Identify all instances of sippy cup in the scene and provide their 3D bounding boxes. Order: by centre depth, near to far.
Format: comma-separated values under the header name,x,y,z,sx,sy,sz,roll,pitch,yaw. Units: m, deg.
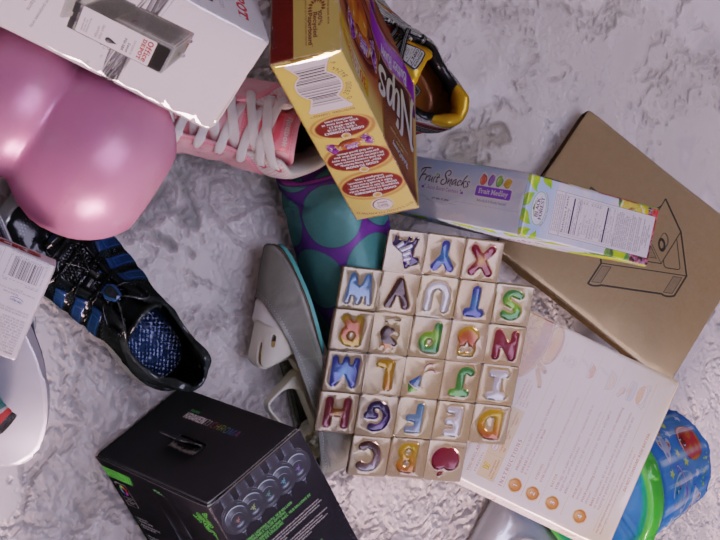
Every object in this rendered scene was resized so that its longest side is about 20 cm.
name,x,y,z,sx,sy,sz,roll,pitch,yaw
sippy cup,0.249,0.186,1.563,0.130,0.140,0.178,-12,145,-44

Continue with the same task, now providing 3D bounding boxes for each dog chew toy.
name,x,y,z,sx,sy,sz,roll,pitch,yaw
dog chew toy,-0.226,-0.110,1.171,0.199,0.124,0.125,34,76,-13

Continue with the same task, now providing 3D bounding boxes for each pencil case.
name,x,y,z,sx,sy,sz,roll,pitch,yaw
pencil case,0.000,0.000,1.374,0.092,0.085,0.201,-28,112,-28

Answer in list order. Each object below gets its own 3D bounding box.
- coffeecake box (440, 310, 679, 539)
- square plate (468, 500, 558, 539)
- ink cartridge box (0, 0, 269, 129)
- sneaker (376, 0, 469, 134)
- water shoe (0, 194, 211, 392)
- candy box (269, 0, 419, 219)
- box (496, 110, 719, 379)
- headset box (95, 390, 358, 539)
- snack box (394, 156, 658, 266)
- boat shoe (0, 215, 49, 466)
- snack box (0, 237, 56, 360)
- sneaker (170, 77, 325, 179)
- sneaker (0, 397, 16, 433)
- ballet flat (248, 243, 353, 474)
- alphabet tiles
name,x,y,z,sx,sy,sz,roll,pitch,yaw
coffeecake box,0.144,0.123,1.442,0.199,0.073,0.154,26,81,1
square plate,0.147,0.329,1.566,0.198,0.028,0.201,38,75,-33
ink cartridge box,-0.170,-0.201,1.157,0.199,0.147,0.083,25,117,-28
sneaker,0.017,-0.184,1.359,0.200,0.082,0.078,40,74,-32
water shoe,-0.181,0.013,1.249,0.200,0.079,0.072,46,71,-31
candy box,-0.009,-0.139,1.228,0.200,0.056,0.117,58,26,-54
box,0.236,-0.022,1.528,0.200,0.021,0.164,37,73,-6
headset box,-0.088,0.195,1.285,0.093,0.174,0.201,-38,118,-25
snack box,0.120,-0.052,1.380,0.142,0.200,0.053,13,90,-36
boat shoe,-0.261,0.037,1.202,0.071,0.068,0.201,-12,106,6
snack box,-0.308,-0.012,1.131,0.199,0.024,0.072,24,98,-12
sneaker,-0.103,-0.116,1.271,0.199,0.104,0.076,11,93,-35
sneaker,-0.338,0.112,1.151,0.199,0.070,0.094,-28,92,-5
ballet flat,-0.054,0.078,1.361,0.063,0.067,0.201,-27,111,-18
alphabet tiles,0.052,0.070,1.359,0.165,0.006,0.201,6,101,-20
